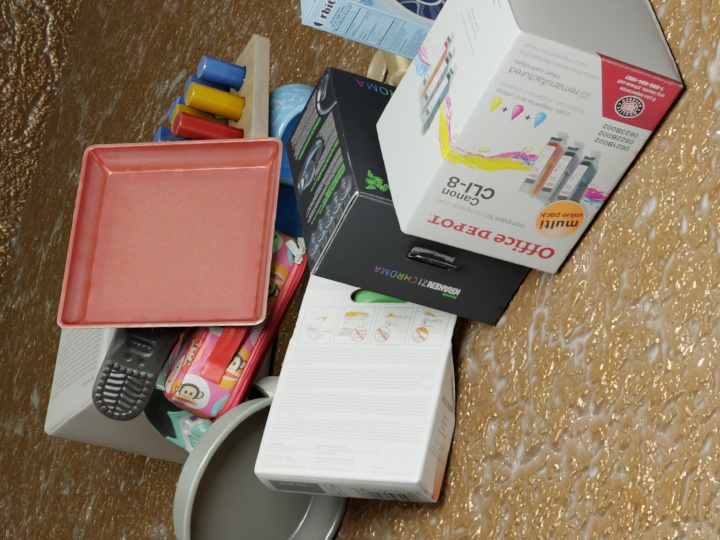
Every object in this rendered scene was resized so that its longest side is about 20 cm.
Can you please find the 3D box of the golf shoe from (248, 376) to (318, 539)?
[{"bbox_3d":[-0.083,0.197,1.712,0.078,0.097,0.200,-41,40,53],"label":"golf shoe"}]

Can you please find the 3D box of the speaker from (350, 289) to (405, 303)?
[{"bbox_3d":[0.000,0.000,1.658,0.089,0.088,0.200,-63,24,27],"label":"speaker"}]

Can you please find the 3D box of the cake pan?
[{"bbox_3d":[-0.091,0.202,1.591,0.037,0.200,0.200,21,95,43],"label":"cake pan"}]

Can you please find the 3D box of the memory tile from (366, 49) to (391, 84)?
[{"bbox_3d":[0.013,-0.154,1.825,0.200,0.017,0.153,126,151,-43],"label":"memory tile"}]

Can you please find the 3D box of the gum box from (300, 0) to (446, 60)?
[{"bbox_3d":[0.041,-0.259,1.577,0.045,0.200,0.170,-55,29,40],"label":"gum box"}]

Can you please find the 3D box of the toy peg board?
[{"bbox_3d":[-0.179,-0.123,1.817,0.200,0.098,0.199,-49,33,47],"label":"toy peg board"}]

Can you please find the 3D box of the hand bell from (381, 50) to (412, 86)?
[{"bbox_3d":[0.058,-0.148,1.650,0.104,0.104,0.200,148,121,-60],"label":"hand bell"}]

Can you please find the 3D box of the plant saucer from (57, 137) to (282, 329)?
[{"bbox_3d":[-0.174,-0.029,1.658,0.037,0.200,0.200,67,-156,-60],"label":"plant saucer"}]

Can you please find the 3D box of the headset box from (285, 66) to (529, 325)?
[{"bbox_3d":[0.042,-0.059,1.473,0.093,0.174,0.200,-60,25,32],"label":"headset box"}]

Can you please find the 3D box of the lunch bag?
[{"bbox_3d":[-0.123,0.049,1.716,0.200,0.082,0.176,-64,8,-6],"label":"lunch bag"}]

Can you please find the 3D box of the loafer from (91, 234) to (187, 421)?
[{"bbox_3d":[-0.207,0.048,1.719,0.200,0.073,0.071,-60,10,6],"label":"loafer"}]

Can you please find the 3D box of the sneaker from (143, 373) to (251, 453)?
[{"bbox_3d":[-0.121,0.171,1.839,0.078,0.200,0.140,-43,-8,38],"label":"sneaker"}]

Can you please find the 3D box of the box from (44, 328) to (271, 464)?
[{"bbox_3d":[-0.227,0.108,1.983,0.200,0.199,0.172,-32,47,60],"label":"box"}]

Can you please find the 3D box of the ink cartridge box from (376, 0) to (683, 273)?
[{"bbox_3d":[0.124,-0.125,1.356,0.145,0.145,0.200,-100,32,-48],"label":"ink cartridge box"}]

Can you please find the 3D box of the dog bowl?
[{"bbox_3d":[-0.073,-0.093,1.836,0.050,0.111,0.200,27,101,54],"label":"dog bowl"}]

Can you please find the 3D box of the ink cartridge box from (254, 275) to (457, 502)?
[{"bbox_3d":[0.007,0.099,1.520,0.162,0.050,0.200,0,58,27],"label":"ink cartridge box"}]
